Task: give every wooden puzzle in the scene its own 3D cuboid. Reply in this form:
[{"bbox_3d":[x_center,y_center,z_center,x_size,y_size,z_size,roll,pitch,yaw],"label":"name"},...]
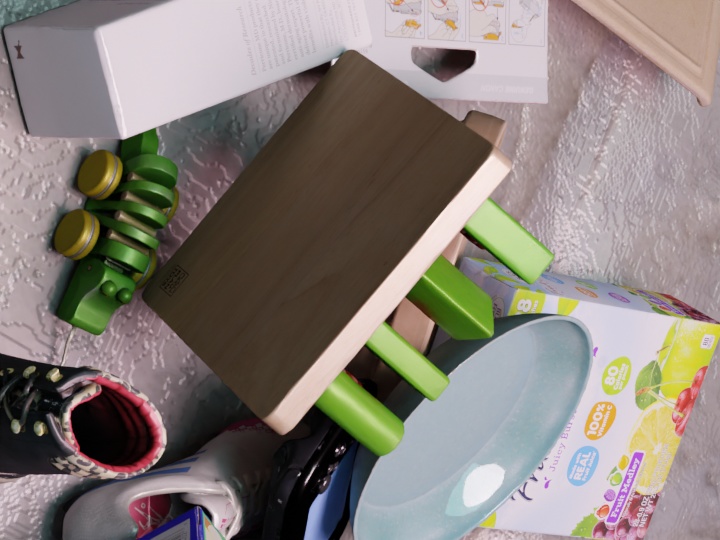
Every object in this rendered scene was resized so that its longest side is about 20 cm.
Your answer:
[{"bbox_3d":[0.195,-0.235,2.032,0.200,0.037,0.185,36,55,-39],"label":"wooden puzzle"}]

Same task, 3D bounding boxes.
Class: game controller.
[{"bbox_3d":[-0.028,0.145,1.808,0.104,0.042,0.200,-45,162,-29],"label":"game controller"}]

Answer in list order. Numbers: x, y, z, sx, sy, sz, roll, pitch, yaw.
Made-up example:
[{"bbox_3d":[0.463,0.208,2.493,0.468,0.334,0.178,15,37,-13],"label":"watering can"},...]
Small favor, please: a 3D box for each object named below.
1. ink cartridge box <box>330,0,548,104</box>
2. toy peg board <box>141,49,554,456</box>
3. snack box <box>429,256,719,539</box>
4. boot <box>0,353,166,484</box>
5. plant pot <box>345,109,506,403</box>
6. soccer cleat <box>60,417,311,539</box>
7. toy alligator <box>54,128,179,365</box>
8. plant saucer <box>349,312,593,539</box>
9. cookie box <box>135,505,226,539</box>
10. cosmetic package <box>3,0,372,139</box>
[{"bbox_3d":[0.044,-0.199,1.918,0.200,0.043,0.174,0,94,-41],"label":"ink cartridge box"},{"bbox_3d":[0.000,0.000,1.712,0.200,0.199,0.098,-49,122,-1],"label":"toy peg board"},{"bbox_3d":[0.131,0.091,1.964,0.200,0.068,0.169,9,105,-39],"label":"snack box"},{"bbox_3d":[-0.221,0.065,1.632,0.203,0.154,0.074,31,67,-38],"label":"boot"},{"bbox_3d":[0.018,-0.016,1.846,0.092,0.201,0.201,20,76,2],"label":"plant pot"},{"bbox_3d":[-0.089,0.144,1.796,0.200,0.086,0.070,-21,106,-38],"label":"soccer cleat"},{"bbox_3d":[-0.149,-0.005,1.757,0.059,0.054,0.200,29,74,-37],"label":"toy alligator"},{"bbox_3d":[0.061,0.097,1.816,0.200,0.036,0.200,-34,150,-23],"label":"plant saucer"},{"bbox_3d":[-0.108,0.262,1.732,0.200,0.171,0.075,52,17,-29],"label":"cookie box"},{"bbox_3d":[-0.102,-0.141,1.760,0.200,0.101,0.071,-23,108,-36],"label":"cosmetic package"}]
